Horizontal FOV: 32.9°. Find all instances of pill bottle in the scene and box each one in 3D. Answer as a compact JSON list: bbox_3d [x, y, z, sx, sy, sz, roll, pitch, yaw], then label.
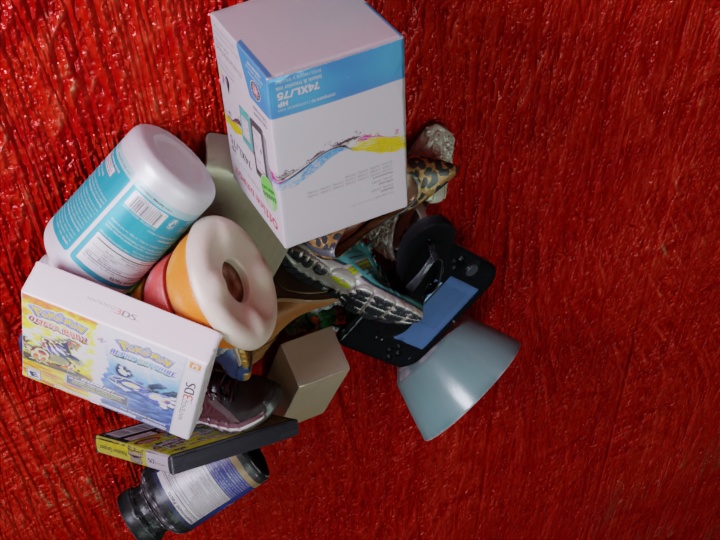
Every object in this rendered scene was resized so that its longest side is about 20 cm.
[{"bbox_3d":[-0.238,0.299,1.720,0.199,0.112,0.112,-33,147,2],"label":"pill bottle"},{"bbox_3d":[-0.251,-0.047,1.263,0.200,0.111,0.111,-43,145,17],"label":"pill bottle"}]

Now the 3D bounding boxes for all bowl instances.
[{"bbox_3d":[0.129,0.140,1.784,0.201,0.105,0.201,-45,180,0],"label":"bowl"}]

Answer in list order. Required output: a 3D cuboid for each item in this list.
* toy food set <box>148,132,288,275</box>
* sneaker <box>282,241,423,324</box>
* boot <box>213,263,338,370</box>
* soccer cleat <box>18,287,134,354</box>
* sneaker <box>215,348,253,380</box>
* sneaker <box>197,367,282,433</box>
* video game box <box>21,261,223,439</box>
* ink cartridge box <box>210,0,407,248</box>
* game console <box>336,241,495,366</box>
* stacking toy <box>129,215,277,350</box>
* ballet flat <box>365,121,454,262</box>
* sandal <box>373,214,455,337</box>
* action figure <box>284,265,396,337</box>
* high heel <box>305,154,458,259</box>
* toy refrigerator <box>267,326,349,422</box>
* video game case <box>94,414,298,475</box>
[{"bbox_3d":[-0.146,-0.063,1.390,0.143,0.061,0.201,9,129,-30],"label":"toy food set"},{"bbox_3d":[0.000,0.000,1.490,0.199,0.080,0.077,34,153,-17],"label":"sneaker"},{"bbox_3d":[-0.115,0.063,1.558,0.198,0.074,0.155,-7,141,-17],"label":"boot"},{"bbox_3d":[-0.301,0.061,1.421,0.199,0.065,0.084,-16,167,-28],"label":"soccer cleat"},{"bbox_3d":[-0.178,0.059,1.427,0.087,0.076,0.201,-8,138,5],"label":"sneaker"},{"bbox_3d":[-0.201,0.143,1.520,0.199,0.076,0.116,-8,137,35],"label":"sneaker"},{"bbox_3d":[-0.251,0.088,1.262,0.199,0.047,0.183,21,143,-1],"label":"video game box"},{"bbox_3d":[-0.048,-0.158,1.221,0.145,0.147,0.201,-20,133,-18],"label":"ink cartridge box"},{"bbox_3d":[0.079,0.044,1.638,0.200,0.031,0.176,-48,147,14],"label":"game console"},{"bbox_3d":[-0.201,0.039,1.295,0.199,0.147,0.146,-21,152,24],"label":"stacking toy"},{"bbox_3d":[0.074,-0.090,1.518,0.071,0.072,0.201,-4,136,-36],"label":"ballet flat"},{"bbox_3d":[0.076,0.012,1.546,0.076,0.043,0.201,-10,136,-31],"label":"sandal"},{"bbox_3d":[-0.011,0.049,1.639,0.199,0.055,0.119,-18,141,-19],"label":"action figure"},{"bbox_3d":[0.030,-0.068,1.406,0.198,0.143,0.072,-16,121,-2],"label":"high heel"},{"bbox_3d":[-0.079,0.146,1.651,0.075,0.070,0.200,-19,163,-19],"label":"toy refrigerator"},{"bbox_3d":[-0.212,0.214,1.575,0.199,0.180,0.026,-11,100,-42],"label":"video game case"}]
